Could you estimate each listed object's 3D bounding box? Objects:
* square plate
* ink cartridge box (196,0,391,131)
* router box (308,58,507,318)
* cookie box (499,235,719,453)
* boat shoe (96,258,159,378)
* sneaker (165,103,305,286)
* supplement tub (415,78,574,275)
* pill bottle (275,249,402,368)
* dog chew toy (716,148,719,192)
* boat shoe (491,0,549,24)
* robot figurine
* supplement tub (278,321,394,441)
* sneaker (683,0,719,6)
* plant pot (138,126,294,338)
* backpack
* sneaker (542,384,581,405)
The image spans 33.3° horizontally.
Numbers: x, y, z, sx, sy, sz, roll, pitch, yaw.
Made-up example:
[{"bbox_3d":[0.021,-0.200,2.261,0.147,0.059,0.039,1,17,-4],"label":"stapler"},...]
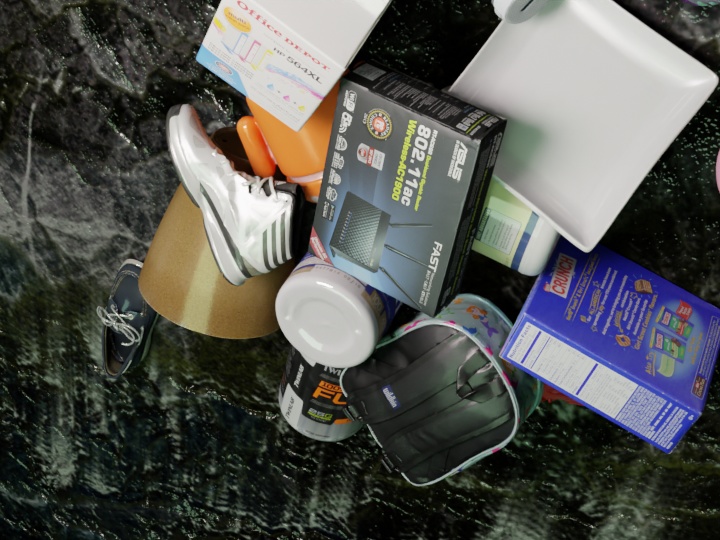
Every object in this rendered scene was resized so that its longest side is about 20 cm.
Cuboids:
[{"bbox_3d":[0.194,-0.154,1.121,0.197,0.028,0.201,38,92,11],"label":"square plate"},{"bbox_3d":[-0.054,-0.240,1.106,0.128,0.126,0.200,34,161,-7],"label":"ink cartridge box"},{"bbox_3d":[0.040,-0.076,1.135,0.149,0.062,0.202,26,126,20],"label":"router box"},{"bbox_3d":[0.265,0.067,1.248,0.198,0.172,0.076,30,132,6],"label":"cookie box"},{"bbox_3d":[-0.326,0.070,1.665,0.074,0.062,0.201,30,134,7],"label":"boat shoe"},{"bbox_3d":[-0.122,-0.096,1.276,0.114,0.076,0.203,-21,97,15],"label":"sneaker"},{"bbox_3d":[0.119,-0.097,1.216,0.198,0.145,0.146,25,134,9],"label":"supplement tub"},{"bbox_3d":[0.000,0.000,1.324,0.118,0.201,0.121,16,132,18],"label":"pill bottle"},{"bbox_3d":[0.414,-0.112,1.058,0.125,0.125,0.199,45,126,-11],"label":"dog chew toy"},{"bbox_3d":[0.179,-0.309,1.062,0.200,0.072,0.071,-41,67,29],"label":"boat shoe"},{"bbox_3d":[-0.046,-0.158,1.284,0.116,0.143,0.202,13,135,53],"label":"robot figurine"},{"bbox_3d":[-0.027,0.105,1.480,0.121,0.123,0.201,26,134,9],"label":"supplement tub"},{"bbox_3d":[0.329,-0.251,1.038,0.199,0.075,0.088,37,152,9],"label":"sneaker"},{"bbox_3d":[-0.147,-0.056,1.400,0.184,0.186,0.202,24,117,10],"label":"plant pot"},{"bbox_3d":[0.100,0.121,1.320,0.199,0.150,0.178,-35,91,44],"label":"backpack"},{"bbox_3d":[0.202,0.146,1.413,0.115,0.079,0.201,33,136,3],"label":"sneaker"}]
